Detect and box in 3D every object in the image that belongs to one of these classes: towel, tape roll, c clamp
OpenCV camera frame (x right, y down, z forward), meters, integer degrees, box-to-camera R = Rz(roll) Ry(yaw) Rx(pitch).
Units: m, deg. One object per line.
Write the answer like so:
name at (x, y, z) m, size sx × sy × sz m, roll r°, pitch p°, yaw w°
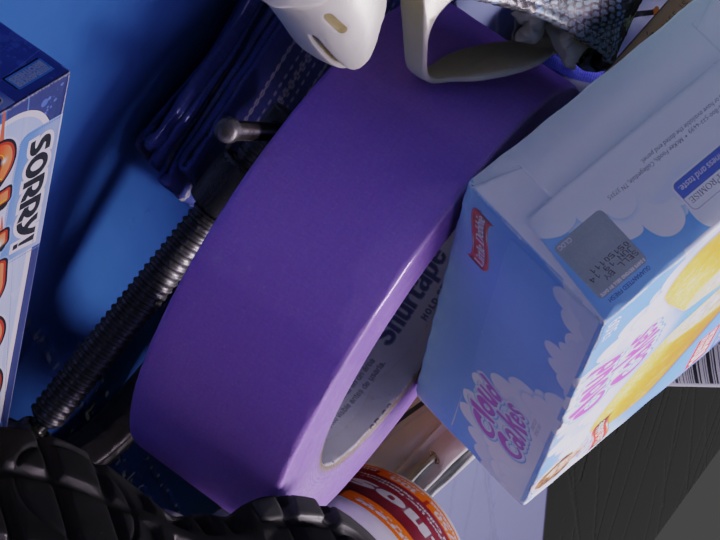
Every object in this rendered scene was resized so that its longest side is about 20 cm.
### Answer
towel at (-0.018, -0.076, 0.858) m, size 0.145 × 0.024 × 0.200 m, roll -57°, pitch 165°, yaw -4°
tape roll at (0.000, 0.000, 0.813) m, size 0.201 × 0.065 × 0.200 m, roll -54°, pitch 170°, yaw -14°
c clamp at (-0.078, 0.015, 0.802) m, size 0.200 × 0.027 × 0.171 m, roll -51°, pitch 168°, yaw 16°

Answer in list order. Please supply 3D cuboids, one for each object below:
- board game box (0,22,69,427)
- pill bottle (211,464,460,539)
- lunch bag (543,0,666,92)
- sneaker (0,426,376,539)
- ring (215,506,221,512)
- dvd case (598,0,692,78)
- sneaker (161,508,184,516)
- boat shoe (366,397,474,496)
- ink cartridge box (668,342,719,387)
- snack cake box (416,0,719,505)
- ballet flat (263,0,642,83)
board game box at (-0.155, 0.036, 0.652) m, size 0.135 × 0.034 × 0.201 m, roll -40°, pitch 156°, yaw -43°
pill bottle at (-0.020, 0.144, 0.926) m, size 0.113 × 0.113 × 0.200 m, roll -58°, pitch 172°, yaw 5°
lunch bag at (0.146, -0.074, 1.114) m, size 0.199 × 0.124 × 0.171 m, roll -17°, pitch 143°, yaw -29°
sneaker at (-0.077, 0.110, 0.705) m, size 0.199 × 0.076 × 0.079 m, roll 19°, pitch 123°, yaw -35°
ring at (-0.013, 0.048, 1.047) m, size 0.201 × 0.019 × 0.201 m, roll -53°, pitch 170°, yaw -13°
dvd case at (0.128, -0.085, 0.881) m, size 0.200 × 0.016 × 0.149 m, roll -49°, pitch 168°, yaw -16°
sneaker at (-0.119, 0.115, 0.854) m, size 0.200 × 0.081 × 0.078 m, roll 133°, pitch -27°, yaw -69°
boat shoe at (0.071, 0.051, 1.016) m, size 0.073 × 0.067 × 0.200 m, roll -22°, pitch 169°, yaw -43°
ink cartridge box at (0.166, 0.017, 1.239) m, size 0.200 × 0.195 × 0.044 m, roll -28°, pitch 112°, yaw -55°
snack cake box at (0.090, 0.000, 0.793) m, size 0.115 × 0.067 × 0.200 m, roll -39°, pitch 165°, yaw -17°
ballet flat at (0.015, -0.094, 0.708) m, size 0.199 × 0.074 × 0.075 m, roll 3°, pitch 125°, yaw -33°
